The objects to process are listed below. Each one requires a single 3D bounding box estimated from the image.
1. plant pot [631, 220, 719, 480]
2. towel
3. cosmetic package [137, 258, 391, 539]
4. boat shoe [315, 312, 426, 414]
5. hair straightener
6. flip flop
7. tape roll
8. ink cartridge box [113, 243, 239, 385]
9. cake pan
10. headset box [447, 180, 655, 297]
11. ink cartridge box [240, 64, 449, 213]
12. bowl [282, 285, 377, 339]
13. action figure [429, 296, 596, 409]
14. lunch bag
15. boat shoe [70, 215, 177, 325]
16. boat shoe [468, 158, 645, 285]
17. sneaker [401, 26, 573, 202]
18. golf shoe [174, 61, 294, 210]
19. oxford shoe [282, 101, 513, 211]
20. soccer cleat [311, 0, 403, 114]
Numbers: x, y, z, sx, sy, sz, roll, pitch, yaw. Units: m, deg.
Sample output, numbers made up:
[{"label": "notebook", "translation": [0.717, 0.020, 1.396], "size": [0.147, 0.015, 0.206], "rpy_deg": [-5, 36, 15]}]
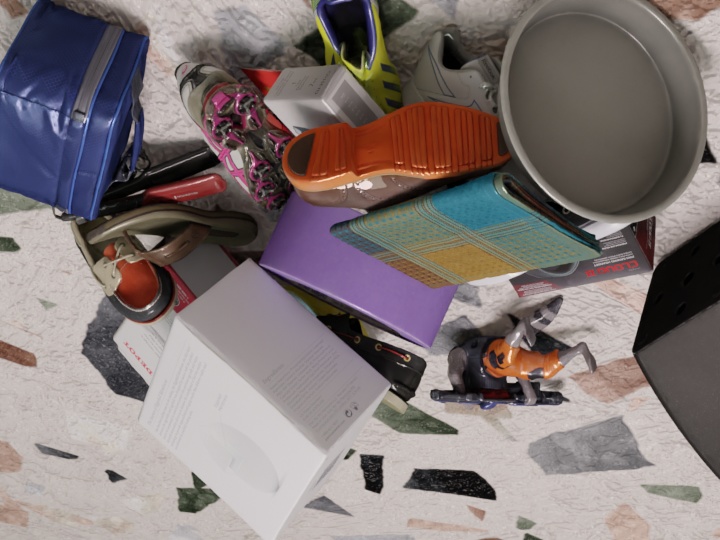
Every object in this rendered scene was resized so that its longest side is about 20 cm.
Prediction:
[{"label": "plant pot", "translation": [0.386, 0.062, 1.140], "size": [0.177, 0.201, 0.199], "rpy_deg": [36, 139, -10]}, {"label": "towel", "translation": [0.089, -0.030, 0.999], "size": [0.146, 0.022, 0.198], "rpy_deg": [28, 153, -37]}, {"label": "cosmetic package", "translation": [-0.104, 0.135, 1.185], "size": [0.199, 0.123, 0.200], "rpy_deg": [40, 138, 9]}, {"label": "boat shoe", "translation": [-0.020, 0.079, 1.225], "size": [0.200, 0.064, 0.074], "rpy_deg": [26, 170, 27]}, {"label": "hair straightener", "translation": [-0.240, -0.097, 1.232], "size": [0.197, 0.078, 0.041], "rpy_deg": [-17, 153, 11]}, {"label": "flip flop", "translation": [-0.197, -0.033, 1.244], "size": [0.198, 0.059, 0.081], "rpy_deg": [4, 165, -40]}, {"label": "tape roll", "translation": [0.000, 0.000, 1.185], "size": [0.198, 0.086, 0.200], "rpy_deg": [26, 174, 3]}, {"label": "ink cartridge box", "translation": [-0.195, 0.073, 1.375], "size": [0.146, 0.083, 0.200], "rpy_deg": [49, 139, 4]}, {"label": "cake pan", "translation": [0.197, -0.136, 0.957], "size": [0.198, 0.203, 0.037], "rpy_deg": [27, 164, -16]}, {"label": "headset box", "translation": [0.194, -0.061, 1.131], "size": [0.147, 0.078, 0.201], "rpy_deg": [-11, 134, 30]}, {"label": "ink cartridge box", "translation": [-0.019, -0.113, 1.103], "size": [0.175, 0.045, 0.200], "rpy_deg": [11, 152, 51]}, {"label": "bowl", "translation": [-0.040, 0.107, 1.372], "size": [0.107, 0.202, 0.200], "rpy_deg": [-15, 160, -37]}, {"label": "action figure", "translation": [0.183, 0.107, 1.359], "size": [0.198, 0.106, 0.192], "rpy_deg": [8, 159, -40]}, {"label": "lunch bag", "translation": [-0.278, -0.145, 1.129], "size": [0.131, 0.137, 0.201], "rpy_deg": [19, 142, -7]}, {"label": "boat shoe", "translation": [-0.266, -0.011, 1.276], "size": [0.071, 0.200, 0.063], "rpy_deg": [-39, 136, -6]}, {"label": "boat shoe", "translation": [0.162, -0.048, 1.049], "size": [0.199, 0.070, 0.067], "rpy_deg": [-23, 110, 42]}, {"label": "sneaker", "translation": [0.110, -0.134, 1.007], "size": [0.200, 0.074, 0.088], "rpy_deg": [45, 140, 28]}, {"label": "golf shoe", "translation": [-0.117, -0.138, 1.157], "size": [0.092, 0.073, 0.200], "rpy_deg": [42, 171, 34]}, {"label": "oxford shoe", "translation": [0.036, -0.092, 0.988], "size": [0.197, 0.072, 0.073], "rpy_deg": [-4, 151, 13]}, {"label": "soccer cleat", "translation": [-0.003, -0.186, 1.028], "size": [0.064, 0.085, 0.201], "rpy_deg": [-11, 138, 7]}]
